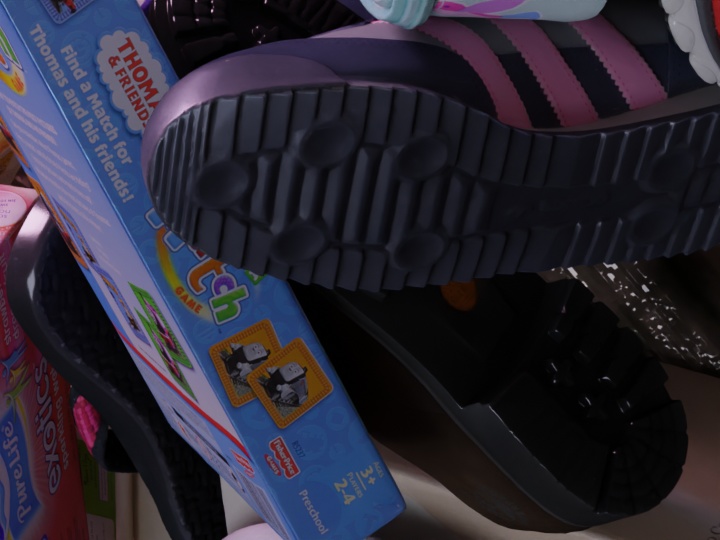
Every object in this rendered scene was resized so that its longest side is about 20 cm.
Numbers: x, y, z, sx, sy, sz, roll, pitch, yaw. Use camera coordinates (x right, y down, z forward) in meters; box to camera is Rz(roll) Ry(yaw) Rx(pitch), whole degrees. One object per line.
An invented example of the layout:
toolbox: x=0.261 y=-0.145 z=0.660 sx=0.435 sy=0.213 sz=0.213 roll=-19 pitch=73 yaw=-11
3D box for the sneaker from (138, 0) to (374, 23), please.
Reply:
sneaker: x=-0.012 y=-0.050 z=0.805 sx=0.147 sy=0.080 sz=0.200 roll=46 pitch=132 yaw=8

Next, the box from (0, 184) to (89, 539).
box: x=-0.162 y=0.075 z=0.916 sx=0.094 sy=0.103 sz=0.201 roll=8 pitch=125 yaw=16

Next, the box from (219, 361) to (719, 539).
box: x=0.059 y=0.077 z=0.833 sx=0.199 sy=0.095 sz=0.078 roll=15 pitch=128 yaw=29

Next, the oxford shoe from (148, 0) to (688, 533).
oxford shoe: x=0.000 y=0.000 z=0.739 sx=0.201 sy=0.073 sz=0.084 roll=53 pitch=146 yaw=-5

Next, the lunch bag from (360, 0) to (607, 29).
lunch bag: x=0.030 y=-0.169 z=0.627 sx=0.076 sy=0.161 sz=0.201 roll=-2 pitch=129 yaw=-13

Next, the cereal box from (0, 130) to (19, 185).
cereal box: x=-0.212 y=-0.040 z=0.991 sx=0.144 sy=0.040 sz=0.200 roll=40 pitch=136 yaw=5

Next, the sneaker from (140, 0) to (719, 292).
sneaker: x=0.026 y=-0.046 z=0.687 sx=0.082 sy=0.199 sz=0.070 roll=62 pitch=141 yaw=39

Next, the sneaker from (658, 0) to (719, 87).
sneaker: x=0.122 y=-0.114 z=0.600 sx=0.084 sy=0.077 sz=0.201 roll=23 pitch=136 yaw=18

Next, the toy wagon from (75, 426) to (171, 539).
toy wagon: x=-0.143 y=0.088 z=1.006 sx=0.198 sy=0.040 sz=0.156 roll=12 pitch=125 yaw=13

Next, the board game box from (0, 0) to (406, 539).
board game box: x=-0.067 y=-0.026 z=0.732 sx=0.201 sy=0.036 sz=0.151 roll=62 pitch=169 yaw=-20

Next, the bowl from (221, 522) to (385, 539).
bowl: x=0.009 y=0.180 z=0.831 sx=0.200 sy=0.091 sz=0.202 roll=26 pitch=147 yaw=18

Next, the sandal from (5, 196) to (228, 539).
sandal: x=-0.074 y=0.035 z=0.895 sx=0.045 sy=0.075 sz=0.200 roll=12 pitch=149 yaw=33
